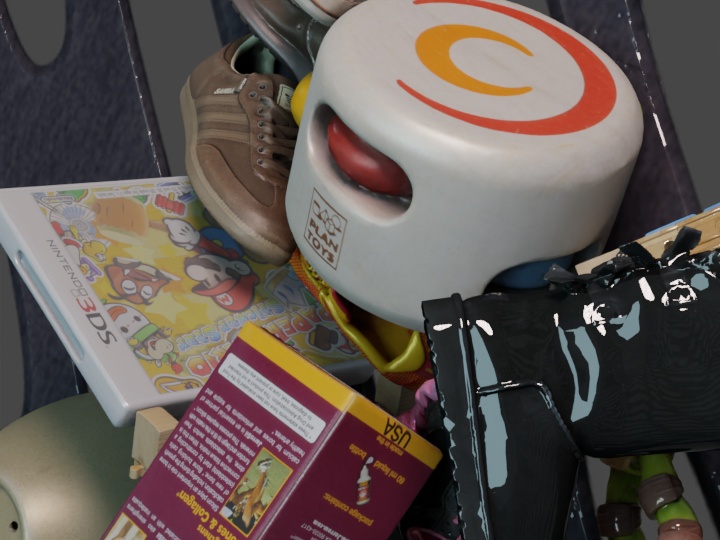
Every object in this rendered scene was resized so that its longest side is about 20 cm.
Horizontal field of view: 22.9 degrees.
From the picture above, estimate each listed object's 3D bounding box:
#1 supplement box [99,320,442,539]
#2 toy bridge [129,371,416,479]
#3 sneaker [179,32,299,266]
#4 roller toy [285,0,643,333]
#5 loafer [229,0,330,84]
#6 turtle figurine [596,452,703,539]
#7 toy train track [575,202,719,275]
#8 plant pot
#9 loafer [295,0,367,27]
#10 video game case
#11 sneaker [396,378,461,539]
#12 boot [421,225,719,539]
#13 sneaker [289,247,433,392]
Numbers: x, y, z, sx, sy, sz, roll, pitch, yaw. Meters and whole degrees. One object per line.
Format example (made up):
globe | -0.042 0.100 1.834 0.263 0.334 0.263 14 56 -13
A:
supplement box | -0.063 0.145 0.972 0.110 0.086 0.200 31 86 49
toy bridge | -0.051 0.100 1.061 0.027 0.199 0.067 34 124 44
sneaker | -0.068 -0.088 1.136 0.076 0.070 0.200 -46 39 19
roller toy | 0.052 -0.057 0.990 0.199 0.183 0.140 15 126 -1
loafer | -0.017 -0.151 1.143 0.071 0.073 0.200 -43 67 15
turtle figurine | 0.145 0.098 0.990 0.200 0.064 0.162 -29 53 43
toy train track | 0.212 -0.025 0.939 0.199 0.033 0.115 -23 57 7
plant pot | -0.208 0.179 1.210 0.200 0.134 0.201 -5 82 37
loafer | -0.001 -0.202 1.061 0.063 0.200 0.072 -40 100 22
video game case | -0.111 0.011 1.111 0.182 0.200 0.023 53 129 28
sneaker | 0.062 0.111 1.009 0.200 0.079 0.096 -51 54 60
boot | 0.123 0.085 0.891 0.162 0.073 0.199 -10 91 2
sneaker | 0.000 0.000 1.092 0.073 0.077 0.200 -52 46 5
